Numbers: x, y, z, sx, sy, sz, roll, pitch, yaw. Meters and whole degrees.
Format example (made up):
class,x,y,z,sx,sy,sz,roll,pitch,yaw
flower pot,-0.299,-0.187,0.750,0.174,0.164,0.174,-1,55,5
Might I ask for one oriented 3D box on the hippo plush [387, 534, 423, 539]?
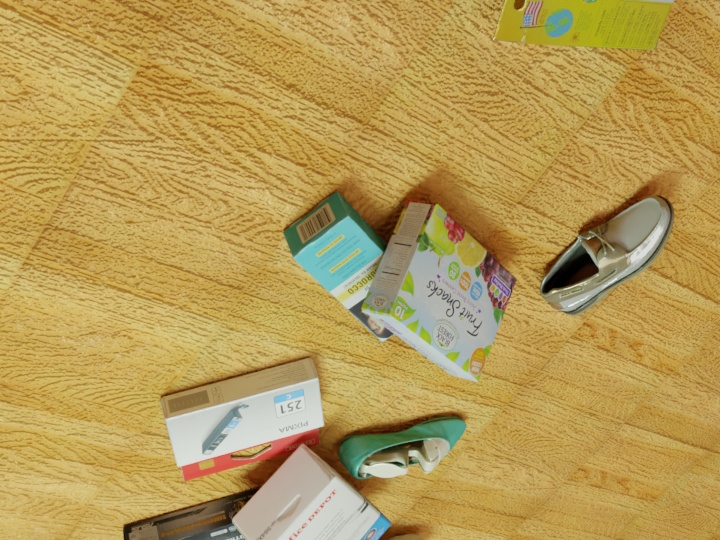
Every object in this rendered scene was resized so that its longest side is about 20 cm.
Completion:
class,x,y,z,sx,sy,sz,roll,pitch,yaw
hippo plush,0.036,0.499,1.603,0.198,0.159,0.163,-11,104,-34

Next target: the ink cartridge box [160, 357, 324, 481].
class,x,y,z,sx,sy,sz,roll,pitch,yaw
ink cartridge box,-0.146,0.211,1.309,0.198,0.045,0.178,-14,132,-11

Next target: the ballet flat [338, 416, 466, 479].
class,x,y,z,sx,sy,sz,roll,pitch,yaw
ballet flat,0.068,0.261,1.426,0.198,0.071,0.068,-7,132,-18

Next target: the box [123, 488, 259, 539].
class,x,y,z,sx,sy,sz,roll,pitch,yaw
box,-0.228,0.403,1.441,0.198,0.049,0.160,-13,133,-12

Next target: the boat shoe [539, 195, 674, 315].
class,x,y,z,sx,sy,sz,roll,pitch,yaw
boat shoe,0.313,-0.020,1.279,0.068,0.075,0.200,19,121,-41

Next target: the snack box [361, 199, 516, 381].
class,x,y,z,sx,sy,sz,roll,pitch,yaw
snack box,0.098,0.027,1.189,0.200,0.053,0.144,37,72,-44

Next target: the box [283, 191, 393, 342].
class,x,y,z,sx,sy,sz,roll,pitch,yaw
box,0.000,0.000,1.180,0.082,0.049,0.200,-36,134,10

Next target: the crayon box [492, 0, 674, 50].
class,x,y,z,sx,sy,sz,roll,pitch,yaw
crayon box,0.229,-0.295,1.016,0.198,0.051,0.128,-2,130,-22

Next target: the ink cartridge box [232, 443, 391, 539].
class,x,y,z,sx,sy,sz,roll,pitch,yaw
ink cartridge box,-0.064,0.352,1.401,0.146,0.084,0.200,-46,139,-7
